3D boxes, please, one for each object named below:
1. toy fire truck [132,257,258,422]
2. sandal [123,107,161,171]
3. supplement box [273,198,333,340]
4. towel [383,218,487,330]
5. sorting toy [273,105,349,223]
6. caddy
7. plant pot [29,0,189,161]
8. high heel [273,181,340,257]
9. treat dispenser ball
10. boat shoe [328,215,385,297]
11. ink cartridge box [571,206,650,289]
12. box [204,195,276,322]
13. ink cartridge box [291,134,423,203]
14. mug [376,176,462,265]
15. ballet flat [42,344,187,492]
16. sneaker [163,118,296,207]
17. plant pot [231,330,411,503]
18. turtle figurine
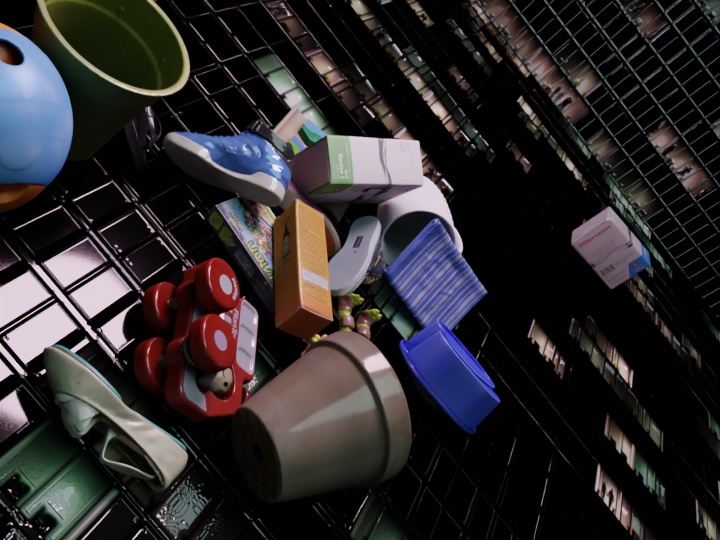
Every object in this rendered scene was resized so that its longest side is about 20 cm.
[{"bbox_3d":[-0.184,0.097,0.903,0.168,0.110,0.204,47,30,-44],"label":"toy fire truck"},{"bbox_3d":[-0.315,-0.233,1.045,0.042,0.077,0.204,-7,55,-4],"label":"sandal"},{"bbox_3d":[-0.088,-0.004,1.072,0.068,0.066,0.204,23,44,-36],"label":"supplement box"},{"bbox_3d":[0.140,0.022,1.314,0.201,0.145,0.024,51,-11,-29],"label":"towel"},{"bbox_3d":[-0.079,-0.208,1.358,0.200,0.036,0.186,45,34,-13],"label":"sorting toy"},{"bbox_3d":[0.146,0.185,1.228,0.201,0.105,0.142,48,10,-7],"label":"caddy"},{"bbox_3d":[-0.350,-0.242,0.911,0.198,0.189,0.203,32,38,-29],"label":"plant pot"},{"bbox_3d":[-0.105,-0.106,1.220,0.201,0.067,0.097,49,8,-29],"label":"high heel"},{"bbox_3d":[-0.408,-0.162,0.758,0.199,0.200,0.204,31,39,-29],"label":"treat dispenser ball"},{"bbox_3d":[0.000,0.000,1.222,0.202,0.069,0.093,-62,145,-47],"label":"boat shoe"},{"bbox_3d":[0.753,-0.067,2.168,0.200,0.145,0.085,46,35,-12],"label":"ink cartridge box"},{"bbox_3d":[-0.144,-0.022,1.110,0.202,0.035,0.110,55,33,1],"label":"box"},{"bbox_3d":[-0.007,-0.172,1.252,0.196,0.145,0.087,-3,83,-33],"label":"ink cartridge box"},{"bbox_3d":[0.121,-0.091,1.399,0.197,0.148,0.177,29,31,-23],"label":"mug"},{"bbox_3d":[-0.270,0.164,0.765,0.200,0.069,0.070,44,34,-15],"label":"ballet flat"},{"bbox_3d":[-0.194,-0.187,1.101,0.195,0.077,0.113,22,64,-3],"label":"sneaker"},{"bbox_3d":[-0.061,0.197,0.900,0.171,0.200,0.203,-16,71,-38],"label":"plant pot"},{"bbox_3d":[-0.009,0.131,1.111,0.198,0.064,0.164,31,52,-25],"label":"turtle figurine"}]
